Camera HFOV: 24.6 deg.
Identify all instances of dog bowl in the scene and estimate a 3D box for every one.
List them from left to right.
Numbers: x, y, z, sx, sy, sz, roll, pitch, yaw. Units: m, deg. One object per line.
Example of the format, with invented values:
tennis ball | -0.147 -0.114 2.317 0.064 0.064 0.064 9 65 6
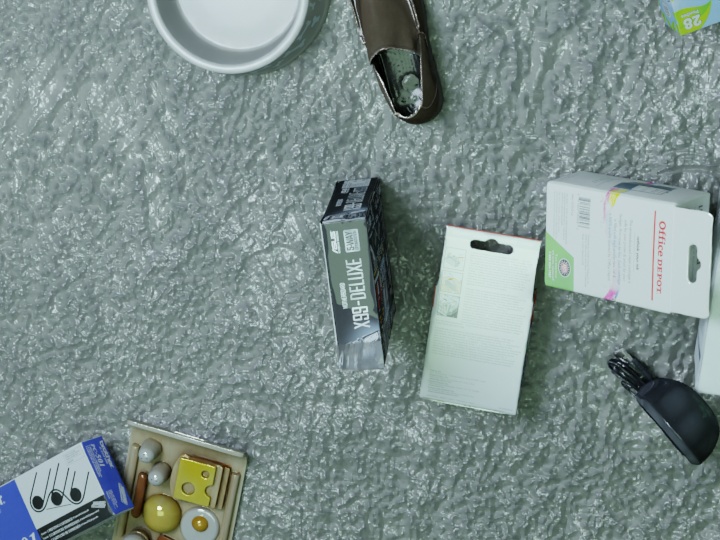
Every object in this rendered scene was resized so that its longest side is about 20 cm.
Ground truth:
dog bowl | -0.134 -0.298 1.741 0.200 0.059 0.200 3 107 10

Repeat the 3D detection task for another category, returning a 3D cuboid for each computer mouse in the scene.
computer mouse | 0.327 0.143 1.714 0.053 0.200 0.139 -40 94 4

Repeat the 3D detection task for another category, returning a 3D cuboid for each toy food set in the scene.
toy food set | -0.219 0.280 1.922 0.143 0.060 0.200 15 109 7

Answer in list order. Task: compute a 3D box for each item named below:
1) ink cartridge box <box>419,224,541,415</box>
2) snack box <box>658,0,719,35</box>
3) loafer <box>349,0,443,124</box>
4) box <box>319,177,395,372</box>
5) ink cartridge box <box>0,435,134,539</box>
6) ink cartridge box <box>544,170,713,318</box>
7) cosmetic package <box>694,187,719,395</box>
ink cartridge box | 0.132 0.049 1.795 0.109 0.050 0.200 10 106 8
snack box | 0.353 -0.351 1.597 0.169 0.068 0.200 -21 112 3
loafer | 0.037 -0.245 1.716 0.073 0.071 0.200 -20 101 15
box | 0.000 0.000 1.727 0.050 0.200 0.158 -5 105 6
ink cartridge box | -0.366 0.277 1.931 0.200 0.044 0.094 -29 83 26
ink cartridge box | 0.287 -0.028 1.685 0.200 0.067 0.117 15 112 41
cosmetic package | 0.454 0.026 1.688 0.199 0.123 0.200 8 108 8
